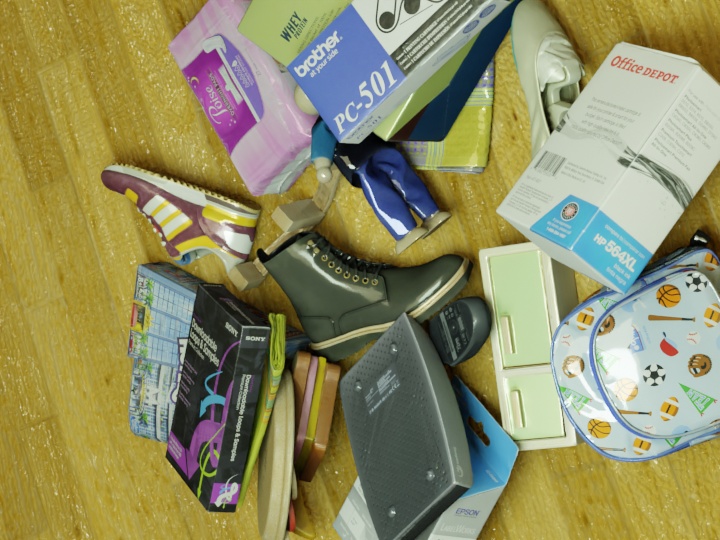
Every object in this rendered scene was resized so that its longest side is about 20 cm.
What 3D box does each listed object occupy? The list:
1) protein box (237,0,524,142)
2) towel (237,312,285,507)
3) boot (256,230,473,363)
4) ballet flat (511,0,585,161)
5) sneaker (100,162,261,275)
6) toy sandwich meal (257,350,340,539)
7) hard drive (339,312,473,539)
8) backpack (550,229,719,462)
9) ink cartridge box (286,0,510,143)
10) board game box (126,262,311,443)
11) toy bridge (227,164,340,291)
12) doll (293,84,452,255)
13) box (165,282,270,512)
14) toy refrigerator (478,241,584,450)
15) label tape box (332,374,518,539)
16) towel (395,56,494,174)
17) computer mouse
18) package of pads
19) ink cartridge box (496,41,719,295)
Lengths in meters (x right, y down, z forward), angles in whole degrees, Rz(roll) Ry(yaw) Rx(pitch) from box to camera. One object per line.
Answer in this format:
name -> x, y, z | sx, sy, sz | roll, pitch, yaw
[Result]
protein box -> 0.028, -0.262, 1.610 | 0.200, 0.135, 0.199 | 37, 109, 20
towel -> -0.106, 0.143, 1.677 | 0.018, 0.086, 0.201 | 11, 128, -9
boot -> 0.000, 0.000, 1.670 | 0.200, 0.078, 0.139 | -29, 105, 24
ballet flat -> 0.194, -0.166, 1.591 | 0.069, 0.069, 0.201 | -7, 97, 27
sneaker -> -0.208, -0.057, 1.799 | 0.199, 0.075, 0.091 | 19, 96, 26
toy sandwich meal -> -0.063, 0.189, 1.689 | 0.070, 0.205, 0.206 | 4, 96, -8
hard drive -> 0.045, 0.157, 1.603 | 0.135, 0.042, 0.201 | -49, 42, 35
backpack -> 0.271, 0.087, 1.510 | 0.190, 0.154, 0.201 | -26, 81, 13
ink cartridge box -> 0.032, -0.215, 1.510 | 0.200, 0.044, 0.094 | -42, 74, 22
board game box -> -0.157, 0.107, 1.791 | 0.199, 0.062, 0.201 | 11, 98, 27
toy bridge -> -0.064, -0.059, 1.728 | 0.027, 0.067, 0.200 | 47, 121, 17
doll -> 0.002, -0.113, 1.641 | 0.200, 0.136, 0.048 | 53, 139, 5
box -> -0.149, 0.128, 1.692 | 0.143, 0.036, 0.201 | 35, 115, 60
toy refrigerator -> 0.173, 0.072, 1.617 | 0.076, 0.070, 0.201 | -8, 90, 27
label tape box -> 0.063, 0.220, 1.647 | 0.143, 0.066, 0.201 | 49, 121, 50
towel -> 0.069, -0.197, 1.680 | 0.143, 0.023, 0.201 | 7, 96, 27
computer mouse -> 0.078, 0.081, 1.655 | 0.200, 0.034, 0.059 | -40, 59, 52
package of pads -> -0.109, -0.189, 1.732 | 0.120, 0.076, 0.201 | -40, 74, 37
ink cartridge box -> 0.237, -0.097, 1.499 | 0.200, 0.084, 0.146 | -53, 27, -1
